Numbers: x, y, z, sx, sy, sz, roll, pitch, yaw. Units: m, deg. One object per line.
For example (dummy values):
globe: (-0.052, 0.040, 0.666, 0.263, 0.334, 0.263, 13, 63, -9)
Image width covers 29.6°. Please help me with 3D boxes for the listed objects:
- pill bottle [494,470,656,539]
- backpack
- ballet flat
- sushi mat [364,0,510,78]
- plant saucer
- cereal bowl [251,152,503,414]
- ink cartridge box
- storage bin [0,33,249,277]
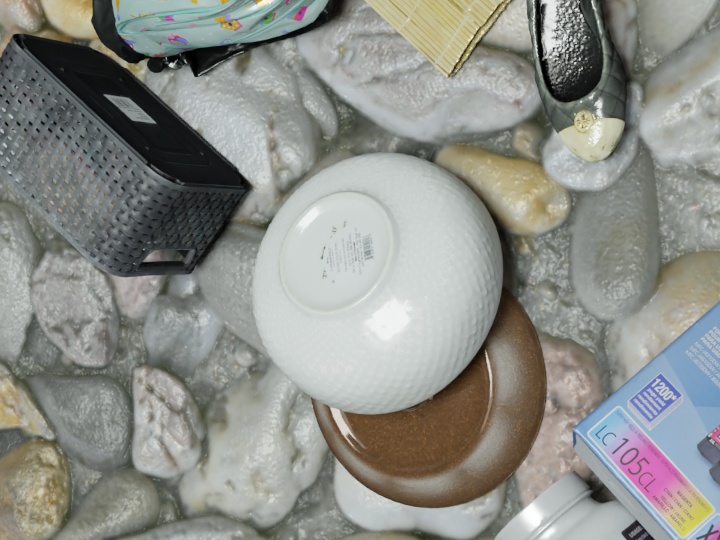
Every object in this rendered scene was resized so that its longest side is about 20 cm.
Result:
pill bottle: (0.186, 0.239, 0.938, 0.112, 0.112, 0.200, -47, 72, 19)
backpack: (-0.114, -0.240, 1.060, 0.200, 0.127, 0.167, 2, 94, 31)
ballet flat: (0.145, -0.175, 0.978, 0.066, 0.057, 0.200, -14, 85, 26)
sushi mat: (0.030, -0.249, 1.056, 0.200, 0.012, 0.096, 46, 111, 18)
plant saucer: (0.041, 0.086, 1.047, 0.200, 0.037, 0.200, 1, 91, 26)
cereal bowl: (0.000, 0.000, 1.005, 0.200, 0.083, 0.200, -12, 65, 26)
ink cartridge box: (0.257, 0.095, 0.896, 0.200, 0.076, 0.136, -40, 73, -7)
storage bin: (-0.206, -0.093, 1.105, 0.200, 0.135, 0.094, 43, 108, 19)
